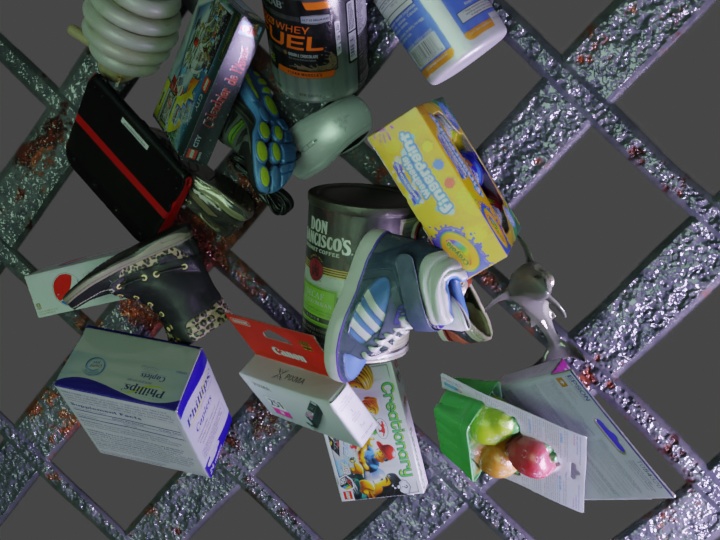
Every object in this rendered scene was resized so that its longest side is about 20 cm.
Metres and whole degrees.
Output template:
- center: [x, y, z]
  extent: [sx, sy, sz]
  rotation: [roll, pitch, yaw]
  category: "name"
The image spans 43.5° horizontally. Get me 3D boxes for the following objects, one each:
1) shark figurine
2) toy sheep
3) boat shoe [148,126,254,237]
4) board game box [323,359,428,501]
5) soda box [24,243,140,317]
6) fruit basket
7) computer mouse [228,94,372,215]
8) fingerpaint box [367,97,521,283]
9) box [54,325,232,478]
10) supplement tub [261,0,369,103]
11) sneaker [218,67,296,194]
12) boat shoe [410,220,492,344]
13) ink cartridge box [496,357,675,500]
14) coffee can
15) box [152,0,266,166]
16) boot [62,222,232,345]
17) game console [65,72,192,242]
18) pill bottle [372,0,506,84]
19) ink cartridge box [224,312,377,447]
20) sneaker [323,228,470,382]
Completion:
- center: [0.204, 0.049, 1.134]
  extent: [0.089, 0.128, 0.215]
  rotation: [-27, 140, 2]
  category: "shark figurine"
- center: [-0.297, -0.329, 1.166]
  extent: [0.138, 0.138, 0.200]
  rotation: [34, 128, 5]
  category: "toy sheep"
- center: [-0.241, -0.118, 1.236]
  extent: [0.200, 0.074, 0.073]
  rotation: [40, 111, 4]
  category: "boat shoe"
- center: [0.011, 0.225, 1.275]
  extent: [0.126, 0.035, 0.200]
  rotation: [-11, 101, 18]
  category: "board game box"
- center: [-0.384, 0.012, 1.318]
  extent: [0.200, 0.064, 0.068]
  rotation: [-12, 102, 18]
  category: "soda box"
- center: [0.198, 0.219, 1.159]
  extent: [0.200, 0.094, 0.185]
  rotation: [15, 142, 26]
  category: "fruit basket"
- center: [-0.075, -0.161, 1.192]
  extent: [0.200, 0.044, 0.110]
  rotation: [-35, 92, 21]
  category: "computer mouse"
- center: [0.109, -0.103, 1.089]
  extent: [0.073, 0.167, 0.200]
  rotation: [-30, 94, 21]
  category: "fingerpaint box"
- center: [-0.297, 0.186, 1.269]
  extent: [0.184, 0.105, 0.200]
  rotation: [9, 144, 13]
  category: "box"
- center: [-0.053, -0.308, 1.061]
  extent: [0.122, 0.123, 0.200]
  rotation: [11, 141, 13]
  category: "supplement tub"
- center: [-0.142, -0.175, 1.168]
  extent: [0.083, 0.071, 0.200]
  rotation: [-41, 57, 32]
  category: "sneaker"
- center: [0.115, 0.017, 1.140]
  extent: [0.062, 0.071, 0.200]
  rotation: [4, 134, 32]
  category: "boat shoe"
- center: [0.278, 0.200, 1.124]
  extent: [0.196, 0.043, 0.200]
  rotation: [51, 154, -3]
  category: "ink cartridge box"
- center: [0.000, 0.000, 1.158]
  extent: [0.146, 0.146, 0.200]
  rotation: [8, 107, 14]
  category: "coffee can"
- center: [-0.199, -0.255, 1.163]
  extent: [0.137, 0.038, 0.200]
  rotation: [51, 121, 45]
  category: "box"
- center: [-0.287, 0.041, 1.232]
  extent: [0.200, 0.073, 0.151]
  rotation: [-29, 105, 0]
  category: "boot"
- center: [-0.319, -0.145, 1.232]
  extent: [0.200, 0.031, 0.177]
  rotation: [47, 135, 6]
  category: "game console"
- center: [0.074, -0.332, 1.067]
  extent: [0.112, 0.112, 0.200]
  rotation: [-33, 93, 21]
  category: "pill bottle"
- center: [-0.091, 0.143, 1.192]
  extent: [0.200, 0.044, 0.174]
  rotation: [9, 142, 47]
  category: "ink cartridge box"
- center: [0.049, 0.062, 1.031]
  extent: [0.146, 0.081, 0.200]
  rotation: [24, 108, 24]
  category: "sneaker"
